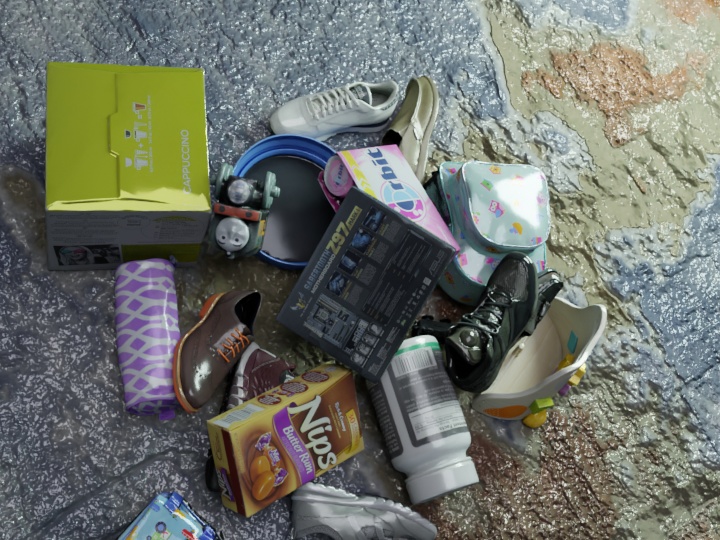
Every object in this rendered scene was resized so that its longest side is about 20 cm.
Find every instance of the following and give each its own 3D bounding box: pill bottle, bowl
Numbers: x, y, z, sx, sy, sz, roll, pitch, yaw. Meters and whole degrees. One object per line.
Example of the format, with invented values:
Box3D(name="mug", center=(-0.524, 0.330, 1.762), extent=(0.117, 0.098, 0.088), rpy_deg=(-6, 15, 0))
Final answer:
Box3D(name="pill bottle", center=(0.081, 0.199, 1.372), extent=(0.112, 0.113, 0.202), rpy_deg=(-12, 74, -22))
Box3D(name="bowl", center=(-0.094, -0.095, 1.470), extent=(0.198, 0.039, 0.203), rpy_deg=(6, 68, -15))

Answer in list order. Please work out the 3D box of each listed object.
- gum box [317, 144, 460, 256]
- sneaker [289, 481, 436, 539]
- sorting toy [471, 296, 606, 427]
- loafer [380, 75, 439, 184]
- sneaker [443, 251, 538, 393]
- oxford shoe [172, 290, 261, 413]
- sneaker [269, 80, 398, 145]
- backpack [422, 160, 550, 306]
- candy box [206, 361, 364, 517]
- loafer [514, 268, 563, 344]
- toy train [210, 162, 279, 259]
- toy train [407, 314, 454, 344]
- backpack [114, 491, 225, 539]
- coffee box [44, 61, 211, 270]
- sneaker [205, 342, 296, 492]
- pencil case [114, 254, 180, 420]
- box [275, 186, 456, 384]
Box3D(name="gum box", center=(0.036, -0.082, 1.428), extent=(0.113, 0.066, 0.201), rpy_deg=(-11, 61, -40))
Box3D(name="sneaker", center=(0.000, 0.329, 1.330), extent=(0.197, 0.075, 0.083), rpy_deg=(14, 80, -6))
Box3D(name="sorting toy", center=(0.271, 0.122, 1.426), extent=(0.106, 0.180, 0.201), rpy_deg=(38, 64, 0))
Box3D(name="loafer", center=(0.070, -0.208, 1.546), extent=(0.067, 0.076, 0.203), rpy_deg=(16, 65, -18))
Box3D(name="sneaker", center=(0.173, 0.067, 1.366), extent=(0.076, 0.114, 0.201), rpy_deg=(28, 92, 21))
Box3D(name="oxford shoe", center=(-0.179, 0.093, 1.307), extent=(0.071, 0.072, 0.201), rpy_deg=(53, 34, -31))
Box3D(name="sneaker", center=(-0.039, -0.242, 1.522), extent=(0.198, 0.081, 0.077), rpy_deg=(-16, 77, -21))
Box3D(name="backpack", center=(0.186, -0.055, 1.487), extent=(0.173, 0.153, 0.203), rpy_deg=(2, 77, -22))
Box3D(name="candy box", center=(-0.089, 0.207, 1.293), extent=(0.199, 0.056, 0.118), rpy_deg=(-24, 114, -39))
Box3D(name="loafer", center=(0.214, 0.085, 1.443), extent=(0.200, 0.072, 0.063), rpy_deg=(-43, 54, 7))
Box3D(name="toy train", center=(-0.151, -0.073, 1.321), extent=(0.084, 0.200, 0.116), rpy_deg=(10, 93, -3))
Box3D(name="toy train", center=(0.036, 0.074, 1.445), extent=(0.197, 0.046, 0.034), rpy_deg=(11, 52, -15))
Box3D(name="backpack", center=(-0.213, 0.382, 1.196), extent=(0.200, 0.135, 0.183), rpy_deg=(45, 64, -1))
Box3D(name="coffee box", center=(-0.301, -0.129, 1.324), extent=(0.197, 0.198, 0.203), rpy_deg=(0, 70, -16))
Box3D(name="sneaker", center=(-0.125, 0.196, 1.330), extent=(0.114, 0.076, 0.202), rpy_deg=(19, 64, -13))
Box3D(name="pencil case", center=(-0.269, 0.084, 1.319), extent=(0.083, 0.086, 0.203), rpy_deg=(-6, 71, -3))
Box3D(name="box", center=(0.007, 0.018, 1.317), extent=(0.157, 0.051, 0.202), rpy_deg=(31, 95, 6))
